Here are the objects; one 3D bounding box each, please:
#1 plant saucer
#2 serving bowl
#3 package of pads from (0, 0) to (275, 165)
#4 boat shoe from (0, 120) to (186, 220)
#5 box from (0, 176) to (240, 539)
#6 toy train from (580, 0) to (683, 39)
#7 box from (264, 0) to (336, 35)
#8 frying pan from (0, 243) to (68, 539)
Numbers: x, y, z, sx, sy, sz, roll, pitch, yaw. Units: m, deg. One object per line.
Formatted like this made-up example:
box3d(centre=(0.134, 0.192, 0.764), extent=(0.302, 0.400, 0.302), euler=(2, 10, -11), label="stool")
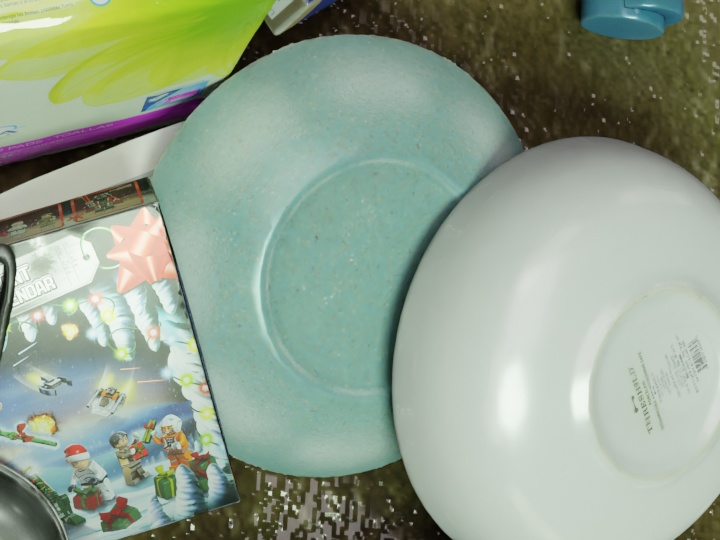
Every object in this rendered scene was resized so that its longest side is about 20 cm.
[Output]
box3d(centre=(0.000, 0.000, 0.763), extent=(0.199, 0.039, 0.203), euler=(-6, 105, -22), label="plant saucer")
box3d(centre=(0.113, 0.044, 0.772), extent=(0.198, 0.066, 0.203), euler=(-6, 102, -33), label="serving bowl")
box3d(centre=(-0.124, -0.100, 0.701), extent=(0.153, 0.200, 0.069), euler=(-14, 83, -17), label="package of pads")
box3d(centre=(-0.135, 0.001, 0.756), extent=(0.199, 0.072, 0.069), euler=(-26, 88, -27), label="boat shoe")
box3d(centre=(-0.160, 0.057, 0.704), extent=(0.198, 0.040, 0.138), euler=(-17, 111, -7), label="box")
box3d(centre=(0.150, -0.181, 0.792), extent=(0.084, 0.200, 0.117), euler=(4, 84, -14), label="toy train")
box3d(centre=(-0.011, -0.196, 0.806), extent=(0.122, 0.032, 0.200), euler=(54, 44, -2), label="box")
box3d(centre=(-0.149, 0.096, 0.686), extent=(0.114, 0.031, 0.191), euler=(33, 102, -23), label="frying pan")
